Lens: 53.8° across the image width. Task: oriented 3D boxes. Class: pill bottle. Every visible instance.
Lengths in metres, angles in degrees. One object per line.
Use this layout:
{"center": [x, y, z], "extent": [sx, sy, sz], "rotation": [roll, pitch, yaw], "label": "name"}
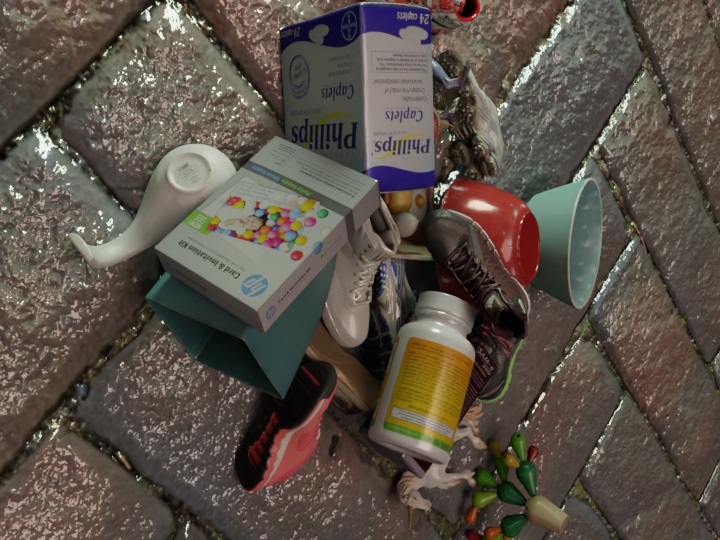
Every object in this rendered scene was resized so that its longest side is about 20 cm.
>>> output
{"center": [0.088, 0.138, 0.931], "extent": [0.110, 0.110, 0.205], "rotation": [30, 71, -34], "label": "pill bottle"}

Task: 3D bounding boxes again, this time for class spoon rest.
{"center": [-0.226, -0.070, 0.793], "extent": [0.199, 0.061, 0.100], "rotation": [-38, 75, -22], "label": "spoon rest"}

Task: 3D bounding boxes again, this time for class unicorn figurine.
{"center": [0.124, 0.299, 1.107], "extent": [0.135, 0.073, 0.206], "rotation": [16, 73, -27], "label": "unicorn figurine"}

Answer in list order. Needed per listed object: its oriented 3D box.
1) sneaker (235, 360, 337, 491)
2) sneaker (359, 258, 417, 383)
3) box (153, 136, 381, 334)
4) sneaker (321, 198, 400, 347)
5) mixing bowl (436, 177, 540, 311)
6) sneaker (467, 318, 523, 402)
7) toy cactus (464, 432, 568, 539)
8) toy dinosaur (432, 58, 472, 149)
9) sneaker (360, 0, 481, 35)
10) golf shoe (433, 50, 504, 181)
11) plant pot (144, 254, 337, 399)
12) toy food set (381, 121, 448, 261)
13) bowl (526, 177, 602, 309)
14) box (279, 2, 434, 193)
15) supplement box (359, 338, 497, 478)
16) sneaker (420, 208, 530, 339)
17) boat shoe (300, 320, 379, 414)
{"center": [-0.083, 0.198, 0.920], "extent": [0.086, 0.074, 0.202], "rotation": [17, 113, -48], "label": "sneaker"}
{"center": [0.048, 0.060, 1.007], "extent": [0.084, 0.076, 0.206], "rotation": [-10, 103, -38], "label": "sneaker"}
{"center": [-0.095, -0.047, 0.751], "extent": [0.201, 0.154, 0.042], "rotation": [-48, 148, -26], "label": "box"}
{"center": [0.000, 0.000, 0.911], "extent": [0.073, 0.114, 0.206], "rotation": [-14, 97, -43], "label": "sneaker"}
{"center": [0.198, -0.036, 1.037], "extent": [0.198, 0.106, 0.207], "rotation": [0, 90, -58], "label": "mixing bowl"}
{"center": [0.211, 0.110, 1.130], "extent": [0.082, 0.076, 0.206], "rotation": [10, 90, -40], "label": "sneaker"}
{"center": [0.260, 0.377, 1.161], "extent": [0.102, 0.163, 0.205], "rotation": [22, 89, -55], "label": "toy cactus"}
{"center": [0.049, -0.262, 0.900], "extent": [0.201, 0.178, 0.107], "rotation": [-57, 166, -49], "label": "toy dinosaur"}
{"center": [0.070, -0.376, 0.935], "extent": [0.198, 0.107, 0.069], "rotation": [17, 88, -36], "label": "sneaker"}
{"center": [0.163, -0.240, 1.059], "extent": [0.098, 0.077, 0.203], "rotation": [-50, 128, -40], "label": "golf shoe"}
{"center": [-0.116, 0.009, 0.823], "extent": [0.203, 0.138, 0.143], "rotation": [-61, 153, -26], "label": "plant pot"}
{"center": [0.078, -0.117, 0.982], "extent": [0.141, 0.059, 0.206], "rotation": [3, 88, -48], "label": "toy food set"}
{"center": [0.314, -0.047, 1.142], "extent": [0.199, 0.103, 0.207], "rotation": [-17, 110, -57], "label": "bowl"}
{"center": [-0.007, -0.200, 0.859], "extent": [0.103, 0.182, 0.206], "rotation": [-10, 102, -34], "label": "box"}
{"center": [0.100, 0.189, 1.042], "extent": [0.201, 0.108, 0.061], "rotation": [-51, 122, -17], "label": "supplement box"}
{"center": [0.156, 0.010, 0.910], "extent": [0.200, 0.116, 0.076], "rotation": [43, 108, -12], "label": "sneaker"}
{"center": [-0.056, 0.122, 0.944], "extent": [0.200, 0.064, 0.073], "rotation": [46, 27, -19], "label": "boat shoe"}
